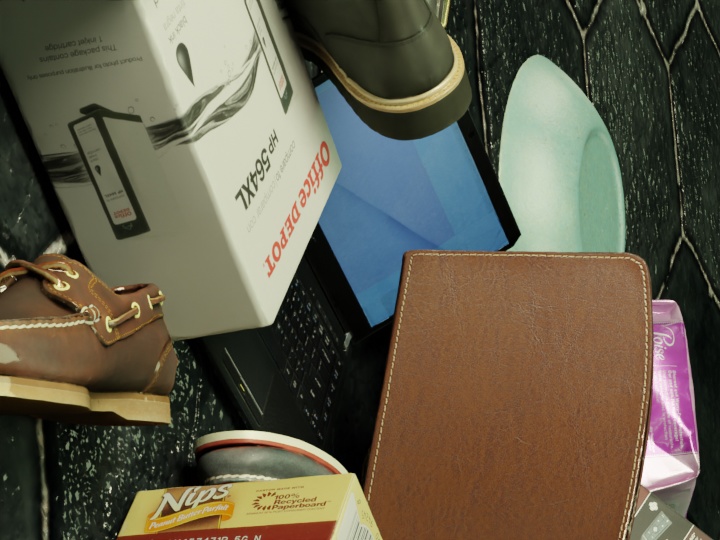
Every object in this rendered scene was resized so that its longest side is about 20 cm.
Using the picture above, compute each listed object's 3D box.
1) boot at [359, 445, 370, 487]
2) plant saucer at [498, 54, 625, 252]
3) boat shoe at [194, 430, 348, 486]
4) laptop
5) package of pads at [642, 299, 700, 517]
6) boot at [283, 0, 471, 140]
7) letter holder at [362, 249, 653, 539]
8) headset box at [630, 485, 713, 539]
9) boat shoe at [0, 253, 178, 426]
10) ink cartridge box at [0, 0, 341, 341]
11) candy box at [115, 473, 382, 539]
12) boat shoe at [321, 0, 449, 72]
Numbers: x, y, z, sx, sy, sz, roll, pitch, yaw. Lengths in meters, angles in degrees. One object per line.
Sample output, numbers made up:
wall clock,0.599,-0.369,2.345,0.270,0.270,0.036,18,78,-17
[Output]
boot,0.053,0.119,1.474,0.155,0.073,0.201,-62,143,-42
plant saucer,0.133,-0.034,1.530,0.201,0.038,0.203,-3,90,-70
boat shoe,-0.032,0.143,1.248,0.200,0.071,0.063,58,36,-54
laptop,0.000,0.000,1.315,0.201,0.103,0.178,-75,149,-42
package of pads,0.161,0.112,1.508,0.200,0.075,0.121,86,0,-65
boot,-0.022,-0.168,1.197,0.077,0.200,0.139,-36,137,-18
letter holder,0.086,0.099,1.271,0.101,0.141,0.201,64,30,-53
headset box,0.145,0.188,1.403,0.077,0.200,0.149,-51,176,-24
boat shoe,-0.132,0.028,1.029,0.200,0.070,0.071,18,74,-75
ink cartridge box,-0.089,-0.088,1.145,0.146,0.084,0.201,-67,143,-52
candy box,-0.029,0.191,1.172,0.055,0.115,0.201,-66,143,-50
boat shoe,0.018,-0.166,1.456,0.061,0.071,0.203,47,49,-62
